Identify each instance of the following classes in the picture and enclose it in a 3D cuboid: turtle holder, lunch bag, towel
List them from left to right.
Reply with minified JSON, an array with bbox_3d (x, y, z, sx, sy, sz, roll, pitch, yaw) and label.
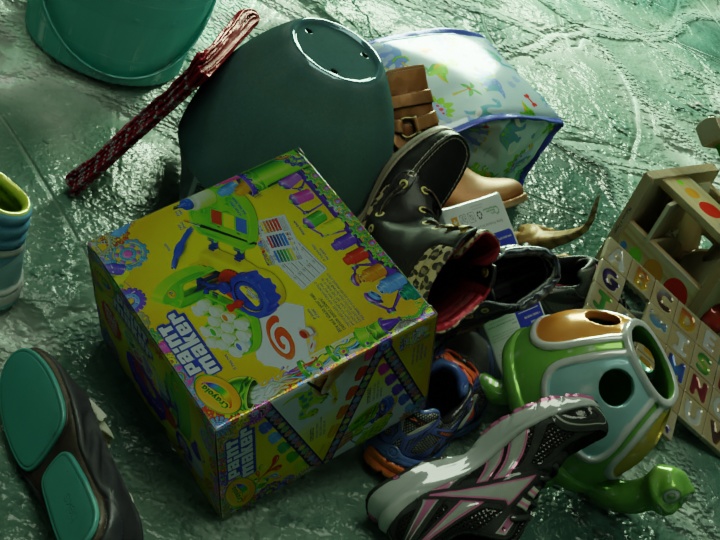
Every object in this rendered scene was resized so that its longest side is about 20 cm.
[{"bbox_3d":[-0.179,-0.155,1.263,0.023,0.199,0.145,47,31,-12],"label":"towel"},{"bbox_3d":[0.095,-0.179,1.539,0.199,0.128,0.170,1,40,-48],"label":"lunch bag"},{"bbox_3d":[0.200,0.121,1.181,0.140,0.131,0.188,13,54,-53],"label":"turtle holder"}]

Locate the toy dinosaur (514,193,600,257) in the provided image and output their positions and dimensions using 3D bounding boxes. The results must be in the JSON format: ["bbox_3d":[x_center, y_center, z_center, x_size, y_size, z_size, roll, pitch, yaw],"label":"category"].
[{"bbox_3d":[0.180,-0.027,1.409,0.106,0.198,0.061,16,73,-49],"label":"toy dinosaur"}]

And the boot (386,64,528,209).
[{"bbox_3d":[0.068,-0.126,1.397,0.197,0.158,0.077,-4,-1,-3],"label":"boot"}]

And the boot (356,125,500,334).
[{"bbox_3d":[0.061,-0.033,1.183,0.200,0.073,0.150,-48,36,-19],"label":"boot"}]

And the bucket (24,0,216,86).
[{"bbox_3d":[-0.249,-0.297,1.454,0.205,0.136,0.208,17,34,-12],"label":"bucket"}]

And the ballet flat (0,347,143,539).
[{"bbox_3d":[-0.200,0.135,0.981,0.072,0.074,0.200,1,35,-33],"label":"ballet flat"}]

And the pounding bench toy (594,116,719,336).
[{"bbox_3d":[0.377,-0.042,1.478,0.123,0.201,0.156,-8,46,-41],"label":"pounding bench toy"}]

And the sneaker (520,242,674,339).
[{"bbox_3d":[0.226,0.034,1.379,0.198,0.084,0.077,21,34,-8],"label":"sneaker"}]

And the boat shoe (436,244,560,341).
[{"bbox_3d":[0.075,0.023,1.216,0.198,0.091,0.072,-22,91,-13],"label":"boat shoe"}]

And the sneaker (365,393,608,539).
[{"bbox_3d":[0.109,0.173,1.082,0.198,0.080,0.087,-28,67,-3],"label":"sneaker"}]

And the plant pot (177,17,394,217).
[{"bbox_3d":[-0.047,-0.143,1.249,0.198,0.135,0.201,20,37,-16],"label":"plant pot"}]

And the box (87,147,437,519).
[{"bbox_3d":[-0.077,0.042,1.072,0.191,0.123,0.200,-25,56,-22],"label":"box"}]

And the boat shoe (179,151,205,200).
[{"bbox_3d":[-0.123,-0.115,1.352,0.090,0.071,0.202,20,38,-19],"label":"boat shoe"}]

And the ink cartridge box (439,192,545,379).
[{"bbox_3d":[0.129,0.031,1.314,0.094,0.037,0.202,-17,84,-47],"label":"ink cartridge box"}]

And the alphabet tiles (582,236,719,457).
[{"bbox_3d":[0.291,0.084,1.350,0.199,0.008,0.168,40,45,-13],"label":"alphabet tiles"}]

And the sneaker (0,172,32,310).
[{"bbox_3d":[-0.341,-0.037,1.049,0.198,0.131,0.080,0,42,-33],"label":"sneaker"}]

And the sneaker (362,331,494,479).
[{"bbox_3d":[0.073,0.104,1.187,0.075,0.079,0.200,31,34,6],"label":"sneaker"}]
